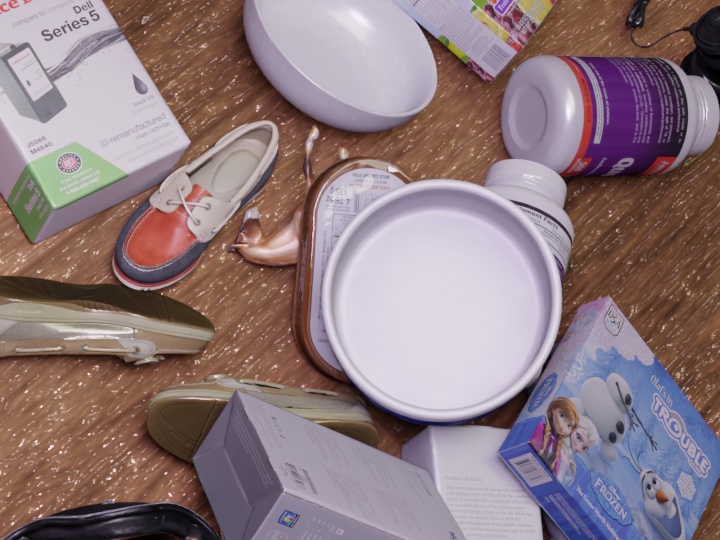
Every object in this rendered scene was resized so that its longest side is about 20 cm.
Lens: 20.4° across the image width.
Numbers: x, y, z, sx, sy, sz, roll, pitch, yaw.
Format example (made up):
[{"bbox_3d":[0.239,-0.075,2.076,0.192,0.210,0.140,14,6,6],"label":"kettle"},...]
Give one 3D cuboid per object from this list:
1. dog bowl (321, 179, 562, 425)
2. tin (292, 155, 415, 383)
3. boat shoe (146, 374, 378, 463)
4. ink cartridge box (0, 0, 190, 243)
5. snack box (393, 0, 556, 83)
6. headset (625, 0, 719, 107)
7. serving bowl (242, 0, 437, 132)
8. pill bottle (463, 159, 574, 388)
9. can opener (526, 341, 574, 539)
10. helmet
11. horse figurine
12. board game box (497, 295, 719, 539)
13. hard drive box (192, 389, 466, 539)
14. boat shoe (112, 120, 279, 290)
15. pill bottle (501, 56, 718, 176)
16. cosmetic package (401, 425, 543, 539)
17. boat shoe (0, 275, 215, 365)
[{"bbox_3d":[0.067,0.029,1.681,0.199,0.079,0.202,0,80,1],"label":"dog bowl"},{"bbox_3d":[0.000,0.000,1.752,0.111,0.042,0.201,4,91,-9],"label":"tin"},{"bbox_3d":[-0.085,0.123,1.686,0.199,0.074,0.063,5,32,-18],"label":"boat shoe"},{"bbox_3d":[-0.264,-0.148,1.716,0.145,0.084,0.201,-29,82,-30],"label":"ink cartridge box"},{"bbox_3d":[0.095,-0.301,1.925,0.200,0.068,0.169,39,44,-4],"label":"snack box"},{"bbox_3d":[0.364,-0.227,2.006,0.199,0.124,0.094,21,59,9],"label":"headset"},{"bbox_3d":[-0.028,-0.200,1.836,0.199,0.066,0.201,23,42,-23],"label":"serving bowl"},{"bbox_3d":[0.128,0.003,1.807,0.112,0.112,0.201,24,61,-13],"label":"pill bottle"},{"bbox_3d":[0.180,0.160,1.784,0.053,0.067,0.201,-12,73,11],"label":"can opener"},{"bbox_3d":[-0.202,0.270,1.508,0.200,0.190,0.201,47,32,-41],"label":"helmet"},{"bbox_3d":[-0.006,-0.037,1.798,0.199,0.050,0.133,26,73,-18],"label":"horse figurine"},{"bbox_3d":[0.230,0.161,1.774,0.200,0.043,0.199,50,45,-17],"label":"board game box"},{"bbox_3d":[-0.019,0.196,1.604,0.199,0.077,0.156,25,16,-27],"label":"hard drive box"},{"bbox_3d":[-0.140,-0.059,1.736,0.071,0.063,0.200,42,55,6],"label":"boat shoe"},{"bbox_3d":[0.241,-0.146,1.903,0.199,0.112,0.113,-2,70,-30],"label":"pill bottle"},{"bbox_3d":[0.099,0.239,1.719,0.101,0.071,0.201,6,67,-22],"label":"cosmetic package"},{"bbox_3d":[-0.221,0.051,1.669,0.199,0.073,0.064,7,109,-25],"label":"boat shoe"}]
